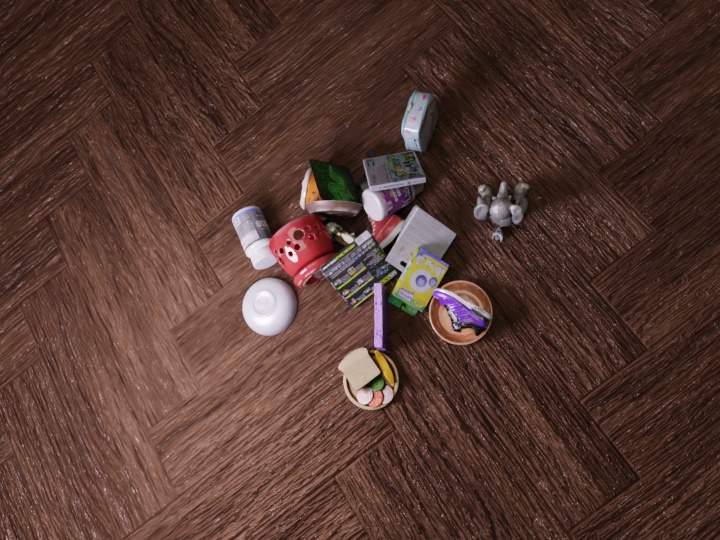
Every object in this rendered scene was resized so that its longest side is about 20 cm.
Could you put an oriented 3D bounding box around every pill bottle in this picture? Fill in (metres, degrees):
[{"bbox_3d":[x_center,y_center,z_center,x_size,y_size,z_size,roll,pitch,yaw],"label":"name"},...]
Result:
[{"bbox_3d":[-0.364,-0.113,1.843,0.113,0.114,0.202,-29,73,5],"label":"pill bottle"},{"bbox_3d":[0.110,-0.254,1.734,0.199,0.113,0.113,-32,70,-25],"label":"pill bottle"}]

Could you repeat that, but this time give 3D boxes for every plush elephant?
[{"bbox_3d":[0.442,-0.205,1.646,0.162,0.155,0.204,7,78,15],"label":"plush elephant"}]

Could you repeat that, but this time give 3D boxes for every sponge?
[{"bbox_3d":[0.066,0.151,1.677,0.029,0.112,0.204,-2,76,11],"label":"sponge"}]

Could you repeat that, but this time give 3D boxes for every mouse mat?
[{"bbox_3d":[-0.086,-0.300,1.791,0.008,0.159,0.202,-53,43,41],"label":"mouse mat"}]

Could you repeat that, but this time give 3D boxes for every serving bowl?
[{"bbox_3d":[-0.321,0.118,1.803,0.196,0.066,0.204,-3,76,14],"label":"serving bowl"}]

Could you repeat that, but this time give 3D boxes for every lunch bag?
[{"bbox_3d":[0.193,-0.487,1.750,0.076,0.200,0.163,20,84,18],"label":"lunch bag"}]

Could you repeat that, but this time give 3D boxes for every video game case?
[{"bbox_3d":[0.107,-0.327,1.718,0.179,0.022,0.201,-10,37,0],"label":"video game case"}]

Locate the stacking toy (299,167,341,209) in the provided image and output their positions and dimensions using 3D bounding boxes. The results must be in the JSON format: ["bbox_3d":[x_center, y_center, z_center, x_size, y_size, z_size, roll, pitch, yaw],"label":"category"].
[{"bbox_3d":[-0.103,-0.267,1.823,0.196,0.146,0.149,12,79,0],"label":"stacking toy"}]

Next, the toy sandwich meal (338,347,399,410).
[{"bbox_3d":[0.026,0.338,1.664,0.201,0.070,0.209,-3,76,13],"label":"toy sandwich meal"}]

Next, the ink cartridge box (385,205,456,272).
[{"bbox_3d":[0.191,-0.081,1.703,0.161,0.057,0.201,32,97,-12],"label":"ink cartridge box"}]

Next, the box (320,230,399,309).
[{"bbox_3d":[0.000,0.000,1.693,0.199,0.194,0.048,-38,41,2],"label":"box"}]

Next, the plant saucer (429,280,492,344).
[{"bbox_3d":[0.316,0.134,1.660,0.196,0.037,0.204,-3,75,13],"label":"plant saucer"}]

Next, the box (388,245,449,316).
[{"bbox_3d":[0.183,0.039,1.675,0.116,0.048,0.202,29,95,-12],"label":"box"}]

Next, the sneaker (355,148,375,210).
[{"bbox_3d":[0.024,-0.318,1.825,0.103,0.060,0.203,-20,76,4],"label":"sneaker"}]

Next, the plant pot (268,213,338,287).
[{"bbox_3d":[-0.180,-0.056,1.743,0.199,0.200,0.184,-31,78,4],"label":"plant pot"}]

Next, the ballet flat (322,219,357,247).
[{"bbox_3d":[-0.068,-0.123,1.797,0.199,0.073,0.074,35,87,19],"label":"ballet flat"}]

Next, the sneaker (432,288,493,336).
[{"bbox_3d":[0.296,0.133,1.610,0.198,0.070,0.101,29,87,19],"label":"sneaker"}]

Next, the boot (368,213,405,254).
[{"bbox_3d":[0.048,-0.123,1.771,0.144,0.073,0.200,38,80,19],"label":"boot"}]

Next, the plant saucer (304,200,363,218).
[{"bbox_3d":[-0.088,-0.201,1.754,0.197,0.200,0.033,-1,87,13],"label":"plant saucer"}]
